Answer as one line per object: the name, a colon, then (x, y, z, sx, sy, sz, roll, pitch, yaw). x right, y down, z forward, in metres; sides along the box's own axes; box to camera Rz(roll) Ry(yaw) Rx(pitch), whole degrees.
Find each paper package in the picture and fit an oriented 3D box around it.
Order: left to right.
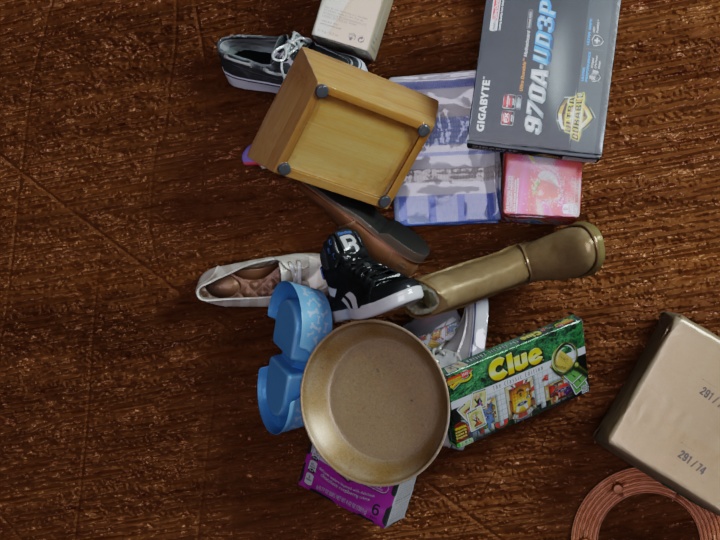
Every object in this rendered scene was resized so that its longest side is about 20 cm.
paper package: (0.420, 0.182, 1.367, 0.200, 0.103, 0.191, 30, 90, 4)

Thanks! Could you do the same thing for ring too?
ring: (0.372, 0.352, 1.428, 0.199, 0.019, 0.201, 0, 93, 6)

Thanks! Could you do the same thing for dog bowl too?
dog bowl: (-0.083, 0.112, 1.417, 0.049, 0.111, 0.201, 1, 108, -27)

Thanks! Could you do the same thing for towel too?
towel: (0.110, -0.158, 1.435, 0.146, 0.024, 0.201, -2, 92, 7)

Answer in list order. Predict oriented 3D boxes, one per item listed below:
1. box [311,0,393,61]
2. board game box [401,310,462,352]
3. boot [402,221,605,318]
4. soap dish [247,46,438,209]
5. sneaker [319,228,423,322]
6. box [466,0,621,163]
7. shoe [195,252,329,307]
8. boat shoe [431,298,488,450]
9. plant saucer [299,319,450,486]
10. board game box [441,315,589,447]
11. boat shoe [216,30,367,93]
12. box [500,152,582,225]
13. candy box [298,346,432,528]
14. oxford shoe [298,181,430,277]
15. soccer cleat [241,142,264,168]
box: (0.007, -0.377, 1.402, 0.077, 0.095, 0.201, 18, 95, 5)
board game box: (0.059, 0.131, 1.452, 0.200, 0.023, 0.105, -32, 91, 6)
boot: (0.169, 0.006, 1.326, 0.199, 0.175, 0.066, -17, 87, -26)
soap dish: (-0.016, -0.167, 1.360, 0.199, 0.081, 0.158, 16, 119, -27)
sneaker: (0.000, 0.000, 1.343, 0.073, 0.200, 0.112, -17, 90, -26)
box: (0.216, -0.235, 1.307, 0.158, 0.046, 0.201, 8, 87, 7)
shoe: (-0.120, 0.017, 1.451, 0.199, 0.053, 0.070, -7, 92, 6)
boat shoe: (0.116, 0.125, 1.404, 0.069, 0.071, 0.201, 11, 100, 2)
plant saucer: (0.021, 0.157, 1.337, 0.199, 0.035, 0.201, 2, 94, 26)
board game box: (0.193, 0.136, 1.371, 0.199, 0.023, 0.105, -20, 112, -20)
boat shoe: (-0.089, -0.268, 1.404, 0.199, 0.068, 0.074, 13, 59, 23)
box: (0.226, -0.160, 1.375, 0.095, 0.100, 0.201, 3, 87, 6)
candy box: (0.014, 0.203, 1.398, 0.136, 0.061, 0.201, 21, 102, 25)
oxford shoe: (-0.010, -0.056, 1.432, 0.200, 0.071, 0.071, 39, 119, 8)
soccer cleat: (-0.064, -0.191, 1.428, 0.199, 0.067, 0.077, -20, 101, 2)
